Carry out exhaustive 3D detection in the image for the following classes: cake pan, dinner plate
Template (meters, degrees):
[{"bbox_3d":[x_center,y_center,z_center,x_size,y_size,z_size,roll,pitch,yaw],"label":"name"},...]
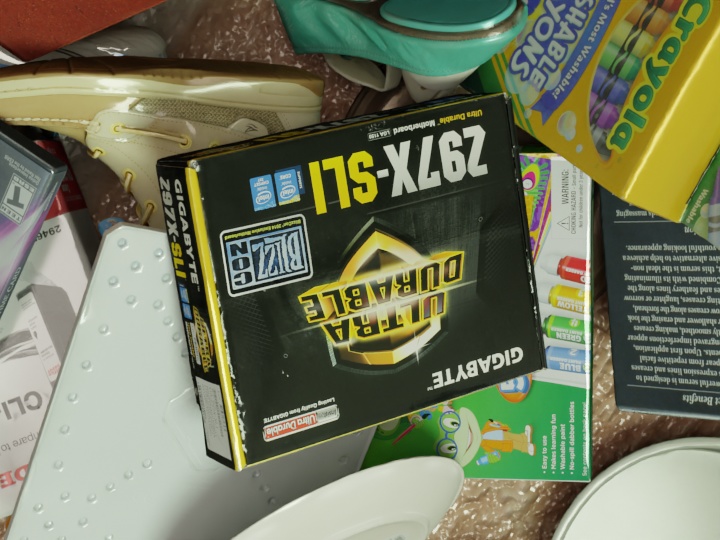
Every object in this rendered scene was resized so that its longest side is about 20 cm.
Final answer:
[{"bbox_3d":[0.209,0.201,0.995,0.199,0.037,0.201,0,95,-3],"label":"cake pan"},{"bbox_3d":[-0.023,0.171,0.907,0.200,0.200,0.024,-32,66,0],"label":"dinner plate"}]

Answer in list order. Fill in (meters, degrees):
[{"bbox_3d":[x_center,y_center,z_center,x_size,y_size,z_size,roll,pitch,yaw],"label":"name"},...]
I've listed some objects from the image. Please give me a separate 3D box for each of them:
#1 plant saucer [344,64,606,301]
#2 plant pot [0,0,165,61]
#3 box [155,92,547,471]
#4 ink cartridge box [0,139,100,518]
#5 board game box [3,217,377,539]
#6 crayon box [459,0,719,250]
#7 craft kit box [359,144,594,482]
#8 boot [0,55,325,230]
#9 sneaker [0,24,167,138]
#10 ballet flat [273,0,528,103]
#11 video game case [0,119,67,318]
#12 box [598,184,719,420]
[{"bbox_3d":[0.081,-0.052,0.973,0.199,0.029,0.201,0,95,-4],"label":"plant saucer"},{"bbox_3d":[-0.153,-0.232,0.846,0.199,0.200,0.177,-15,116,33],"label":"plant pot"},{"bbox_3d":[0.000,0.000,0.837,0.199,0.049,0.161,-14,100,-29],"label":"box"},{"bbox_3d":[-0.215,0.040,0.937,0.144,0.084,0.201,-21,95,-1],"label":"ink cartridge box"},{"bbox_3d":[-0.081,0.076,0.879,0.199,0.026,0.201,10,110,-31],"label":"board game box"},{"bbox_3d":[0.144,-0.114,0.836,0.051,0.200,0.126,17,107,-39],"label":"crayon box"},{"bbox_3d":[0.041,0.024,0.940,0.196,0.049,0.201,0,102,12],"label":"craft kit box"},{"bbox_3d":[-0.122,-0.040,0.881,0.199,0.073,0.156,0,106,-14],"label":"boot"},{"bbox_3d":[-0.214,-0.117,0.933,0.199,0.072,0.073,6,103,0],"label":"sneaker"},{"bbox_3d":[0.026,-0.134,0.899,0.067,0.200,0.071,-33,125,-28],"label":"ballet flat"},{"bbox_3d":[-0.255,-0.009,0.861,0.143,0.019,0.201,33,111,12],"label":"video game case"},{"bbox_3d":[0.226,-0.025,0.911,0.148,0.107,0.201,-11,98,-39],"label":"box"}]
